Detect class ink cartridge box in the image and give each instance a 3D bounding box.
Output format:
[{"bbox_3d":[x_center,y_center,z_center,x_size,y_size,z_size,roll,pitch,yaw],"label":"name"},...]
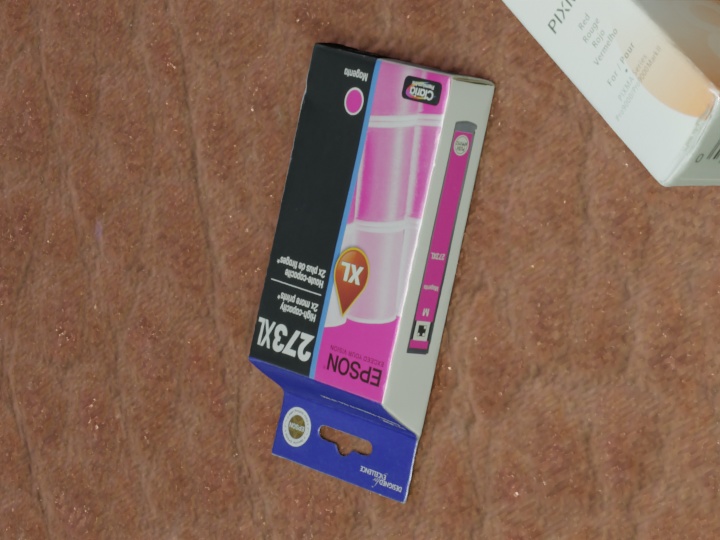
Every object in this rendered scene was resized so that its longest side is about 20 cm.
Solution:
[{"bbox_3d":[0.128,-0.112,1.090,0.200,0.162,0.050,55,129,32],"label":"ink cartridge box"},{"bbox_3d":[0.000,0.000,1.294,0.095,0.037,0.200,17,99,44],"label":"ink cartridge box"}]
